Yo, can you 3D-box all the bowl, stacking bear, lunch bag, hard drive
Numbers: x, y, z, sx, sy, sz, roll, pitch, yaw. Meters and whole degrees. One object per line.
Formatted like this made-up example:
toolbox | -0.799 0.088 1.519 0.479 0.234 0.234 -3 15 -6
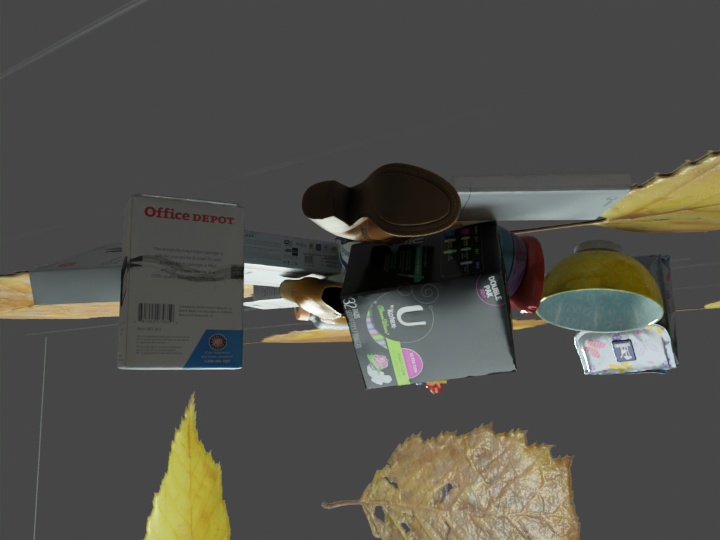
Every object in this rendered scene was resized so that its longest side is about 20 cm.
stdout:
bowl | 0.383 0.017 1.143 0.194 0.111 0.201 7 159 3
stacking bear | 0.145 -0.016 0.988 0.195 0.117 0.121 14 175 -16
lunch bag | 0.468 0.080 1.253 0.166 0.207 0.126 -5 178 32
hard drive | 0.199 -0.085 0.837 0.193 0.028 0.132 -1 170 0

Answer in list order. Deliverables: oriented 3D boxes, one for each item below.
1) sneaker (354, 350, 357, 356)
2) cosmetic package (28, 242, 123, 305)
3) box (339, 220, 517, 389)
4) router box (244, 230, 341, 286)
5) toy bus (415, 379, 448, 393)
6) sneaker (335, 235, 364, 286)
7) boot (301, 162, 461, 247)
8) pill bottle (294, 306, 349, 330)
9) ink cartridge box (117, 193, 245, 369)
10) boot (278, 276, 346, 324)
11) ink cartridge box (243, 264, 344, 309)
sneaker | 0.067 0.102 1.381 0.087 0.202 0.075 34 -167 -3
cosmetic package | -0.344 -0.001 1.008 0.146 0.053 0.200 -5 -168 12
box | 0.089 0.044 0.893 0.194 0.152 0.125 -8 -149 12
router box | -0.157 -0.015 1.140 0.196 0.050 0.178 6 168 -35
toy bus | 0.111 0.097 1.179 0.132 0.202 0.196 -1 129 21
sneaker | 0.000 0.000 1.040 0.078 0.119 0.200 0 170 0
boot | 0.047 -0.060 0.812 0.195 0.079 0.154 -4 169 31
pill bottle | -0.036 0.067 1.449 0.194 0.110 0.106 3 170 -19
ink cartridge box | -0.223 0.019 0.883 0.141 0.207 0.083 4 172 -26
boot | -0.024 0.057 1.145 0.198 0.073 0.142 18 175 -40
ink cartridge box | -0.126 0.028 1.332 0.194 0.069 0.115 -5 170 21
